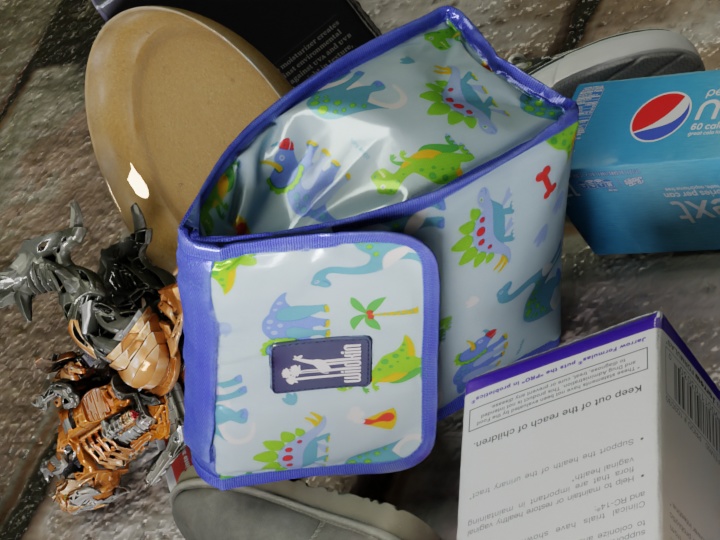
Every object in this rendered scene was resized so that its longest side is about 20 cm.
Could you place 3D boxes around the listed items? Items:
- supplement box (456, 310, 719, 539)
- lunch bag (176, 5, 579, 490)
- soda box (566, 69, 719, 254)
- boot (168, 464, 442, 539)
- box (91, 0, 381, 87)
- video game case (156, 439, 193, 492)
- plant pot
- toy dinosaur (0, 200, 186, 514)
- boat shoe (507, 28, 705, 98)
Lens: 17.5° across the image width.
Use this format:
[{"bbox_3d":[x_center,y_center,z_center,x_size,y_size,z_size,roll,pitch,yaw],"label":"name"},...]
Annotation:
[{"bbox_3d":[0.106,0.134,0.986,0.103,0.101,0.200,-22,39,24],"label":"supplement box"},{"bbox_3d":[0.000,0.000,1.107,0.200,0.170,0.127,-29,52,-25],"label":"lunch bag"},{"bbox_3d":[0.191,-0.055,1.144,0.200,0.068,0.064,-2,49,41],"label":"soda box"},{"bbox_3d":[-0.065,0.195,1.116,0.182,0.073,0.200,4,60,47],"label":"boot"},{"bbox_3d":[-0.079,-0.163,1.395,0.123,0.198,0.200,-37,35,3],"label":"box"},{"bbox_3d":[-0.026,0.046,1.274,0.200,0.017,0.143,-34,36,8],"label":"video game case"},{"bbox_3d":[-0.073,-0.054,1.259,0.027,0.200,0.200,-33,27,-35],"label":"plant pot"},{"bbox_3d":[-0.119,0.037,1.274,0.200,0.102,0.136,-45,59,6],"label":"toy dinosaur"},{"bbox_3d":[0.085,-0.085,1.257,0.200,0.072,0.071,-24,40,8],"label":"boat shoe"}]
